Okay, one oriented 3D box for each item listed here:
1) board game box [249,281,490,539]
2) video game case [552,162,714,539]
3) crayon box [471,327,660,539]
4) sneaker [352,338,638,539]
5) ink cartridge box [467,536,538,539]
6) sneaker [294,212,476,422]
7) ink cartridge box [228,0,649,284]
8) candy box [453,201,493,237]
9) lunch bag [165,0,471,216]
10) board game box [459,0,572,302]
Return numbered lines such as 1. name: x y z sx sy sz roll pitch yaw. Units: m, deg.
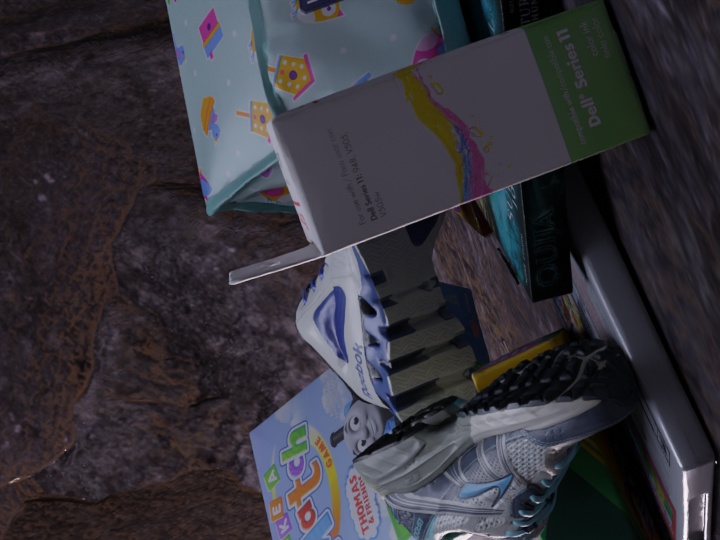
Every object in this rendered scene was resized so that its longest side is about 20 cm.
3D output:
1. board game box: 0.013 0.124 1.503 0.036 0.200 0.152 14 -131 -38
2. video game case: 0.148 0.054 1.301 0.182 0.023 0.201 75 173 -63
3. crayon box: 0.132 0.125 1.405 0.200 0.058 0.173 -6 -106 -82
4. sneaker: 0.087 0.101 1.268 0.200 0.078 0.087 -27 98 49
5. ink cartridge box: 0.075 0.154 1.642 0.085 0.199 0.145 -109 1 -47
6. sneaker: 0.000 0.001 1.438 0.115 0.080 0.201 3 105 55
7. ink cartridge box: 0.022 -0.058 1.080 0.117 0.199 0.068 -149 38 -85
8. candy box: 0.065 -0.097 1.485 0.200 0.056 0.117 -118 7 -79
9. lunch bag: -0.016 -0.138 1.264 0.200 0.121 0.171 -32 65 54
10. board game box: 0.074 -0.102 1.240 0.135 0.028 0.201 -115 14 -55
